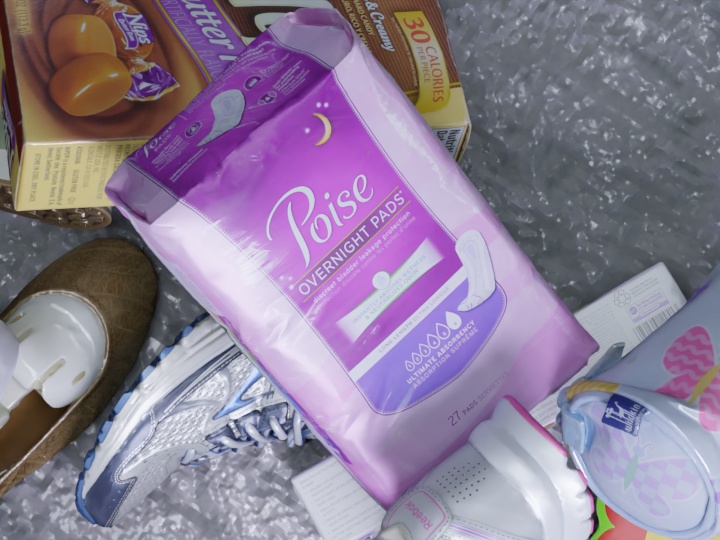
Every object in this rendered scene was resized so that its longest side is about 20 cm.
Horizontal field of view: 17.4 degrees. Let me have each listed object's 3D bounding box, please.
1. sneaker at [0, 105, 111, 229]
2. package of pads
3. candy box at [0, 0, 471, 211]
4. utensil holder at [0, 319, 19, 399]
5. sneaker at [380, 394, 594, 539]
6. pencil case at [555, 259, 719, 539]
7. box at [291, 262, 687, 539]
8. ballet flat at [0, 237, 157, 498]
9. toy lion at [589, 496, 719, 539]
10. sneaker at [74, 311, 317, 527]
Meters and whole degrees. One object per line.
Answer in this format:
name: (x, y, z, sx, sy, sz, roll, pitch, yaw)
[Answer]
sneaker: (-0.199, -0.088, 1.102, 0.199, 0.067, 0.090, 16, 75, 4)
package of pads: (0.000, 0.000, 0.995, 0.120, 0.076, 0.200, -43, 118, -7)
candy box: (-0.061, -0.092, 1.055, 0.199, 0.057, 0.117, -3, 58, -16)
utensil holder: (-0.266, 0.022, 0.977, 0.200, 0.170, 0.170, 44, 85, -17)
sneaker: (0.047, 0.147, 1.007, 0.088, 0.201, 0.081, -25, 40, -19)
pencil case: (0.174, 0.030, 1.028, 0.091, 0.083, 0.200, 22, 52, 41)
box: (0.063, 0.063, 1.082, 0.200, 0.039, 0.042, -31, 81, -2)
ballet flat: (-0.168, 0.064, 1.073, 0.068, 0.072, 0.200, 45, 86, 5)
toy lion: (0.202, 0.155, 1.059, 0.191, 0.069, 0.201, -16, 82, 7)
sneaker: (-0.044, 0.052, 1.071, 0.200, 0.077, 0.085, -44, 87, -4)
